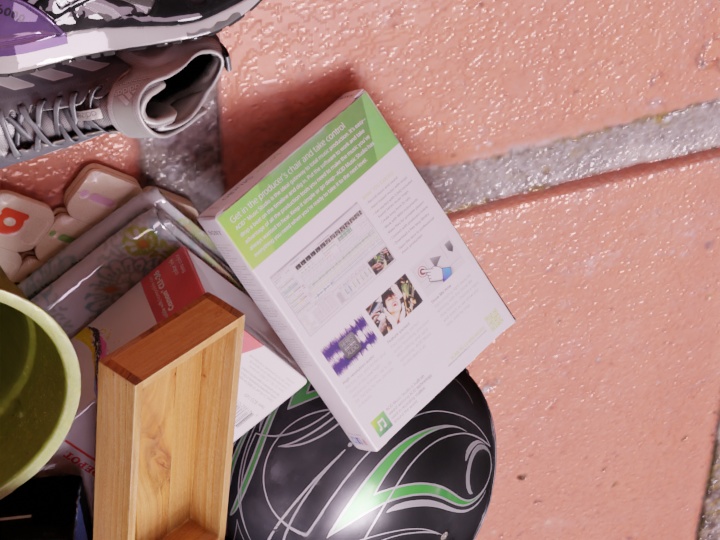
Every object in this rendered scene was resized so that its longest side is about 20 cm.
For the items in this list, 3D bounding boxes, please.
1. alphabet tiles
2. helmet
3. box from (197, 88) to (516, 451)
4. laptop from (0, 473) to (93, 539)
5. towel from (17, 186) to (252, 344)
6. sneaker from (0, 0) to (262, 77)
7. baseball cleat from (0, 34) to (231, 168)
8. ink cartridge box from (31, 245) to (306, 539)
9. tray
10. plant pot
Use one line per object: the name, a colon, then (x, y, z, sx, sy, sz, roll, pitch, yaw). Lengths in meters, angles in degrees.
alphabet tiles: (-0.202, 0.015, 1.461, 0.195, 0.015, 0.200, 20, 119, -41)
helmet: (-0.016, 0.137, 1.541, 0.190, 0.200, 0.200, 5, 128, -40)
box: (0.000, 0.000, 1.432, 0.144, 0.036, 0.200, -41, 110, -23)
laptop: (-0.262, 0.195, 1.367, 0.176, 0.200, 0.104, -7, 104, -4)
towel: (-0.168, 0.047, 1.467, 0.200, 0.048, 0.171, -37, 135, 8)
sneaker: (-0.145, -0.182, 1.270, 0.199, 0.076, 0.088, -17, 129, -12)
baseball cleat: (-0.176, -0.104, 1.300, 0.199, 0.106, 0.070, -28, 123, -8)
ink cartridge box: (-0.151, 0.090, 1.432, 0.200, 0.068, 0.116, -39, 134, 10)
tray: (-0.126, 0.119, 1.367, 0.099, 0.037, 0.201, -34, 144, -41)
plant pot: (-0.290, 0.025, 1.300, 0.199, 0.190, 0.201, -13, 134, -14)
